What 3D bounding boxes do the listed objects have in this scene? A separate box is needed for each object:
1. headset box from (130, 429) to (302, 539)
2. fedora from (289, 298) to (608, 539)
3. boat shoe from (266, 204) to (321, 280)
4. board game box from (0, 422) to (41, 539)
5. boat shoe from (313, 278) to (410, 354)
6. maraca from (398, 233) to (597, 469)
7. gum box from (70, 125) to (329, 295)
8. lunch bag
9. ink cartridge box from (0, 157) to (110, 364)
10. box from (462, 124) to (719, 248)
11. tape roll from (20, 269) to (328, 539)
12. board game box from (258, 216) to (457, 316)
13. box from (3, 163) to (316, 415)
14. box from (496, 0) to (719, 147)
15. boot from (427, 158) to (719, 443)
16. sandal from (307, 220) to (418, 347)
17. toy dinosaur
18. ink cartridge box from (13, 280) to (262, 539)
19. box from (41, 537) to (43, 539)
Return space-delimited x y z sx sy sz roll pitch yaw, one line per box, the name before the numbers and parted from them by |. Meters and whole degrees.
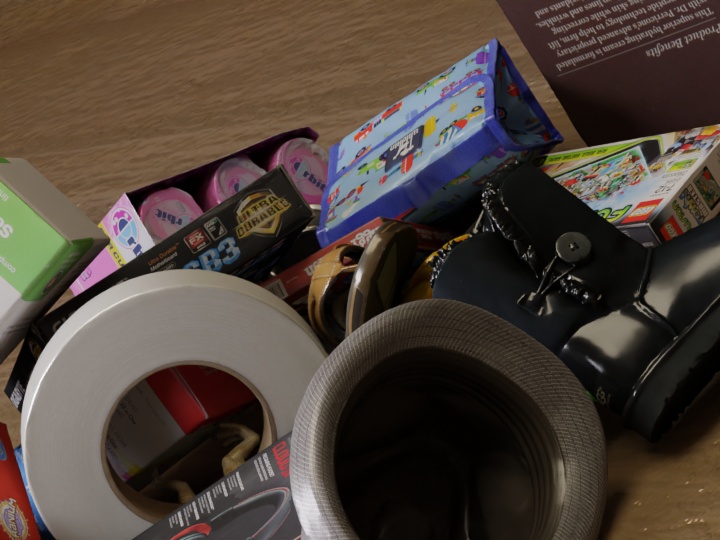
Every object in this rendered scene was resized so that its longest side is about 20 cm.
headset box | -0.068 0.182 1.601 0.200 0.075 0.149 -34 19 2
fedora | 0.035 0.123 1.491 0.090 0.176 0.200 -53 11 50
boat shoe | -0.081 0.028 1.991 0.200 0.067 0.057 -38 33 33
board game box | -0.251 0.211 1.670 0.153 0.040 0.200 -42 51 25
boat shoe | 0.004 0.039 1.837 0.199 0.065 0.073 -20 24 36
maraca | 0.082 0.048 1.636 0.137 0.107 0.200 -29 33 13
gum box | -0.109 -0.030 2.045 0.200 0.066 0.114 -23 -15 -42
lunch bag | 0.049 -0.068 1.919 0.150 0.094 0.200 -32 8 14
ink cartridge box | -0.260 0.029 1.718 0.200 0.084 0.146 -48 -2 4
box | 0.159 -0.041 1.823 0.200 0.035 0.110 -8 32 52
tape roll | -0.106 0.100 1.668 0.202 0.203 0.037 -34 19 0
board game box | 0.000 0.000 1.867 0.103 0.020 0.200 -29 -9 13
box | -0.137 0.022 1.830 0.200 0.050 0.199 -35 -6 -18
box | 0.207 -0.212 1.899 0.166 0.200 0.164 -17 25 39
boot | 0.155 -0.017 1.575 0.200 0.168 0.077 -46 -19 -22
sandal | -0.004 0.012 1.687 0.200 0.054 0.082 101 -169 -84
toy dinosaur | -0.073 0.145 1.759 0.199 0.058 0.101 -26 30 -5
ink cartridge box | -0.139 0.095 1.834 0.200 0.067 0.116 -38 -6 21
box | -0.275 0.219 1.817 0.200 0.100 0.075 -14 28 46
